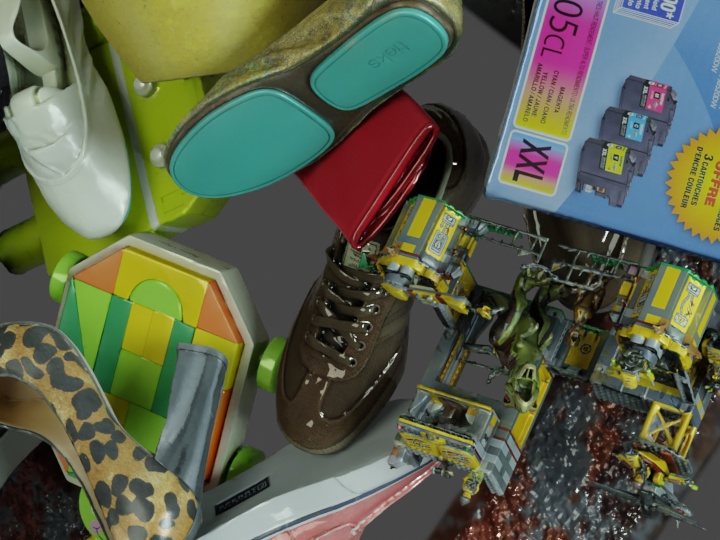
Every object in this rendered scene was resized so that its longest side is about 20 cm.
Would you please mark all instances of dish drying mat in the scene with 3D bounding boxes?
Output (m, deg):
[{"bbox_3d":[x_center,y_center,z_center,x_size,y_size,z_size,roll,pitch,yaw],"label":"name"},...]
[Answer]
[{"bbox_3d":[-0.008,-0.076,1.171,0.077,0.018,0.200,-56,26,9],"label":"dish drying mat"}]

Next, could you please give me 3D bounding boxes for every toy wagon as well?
[{"bbox_3d":[-0.126,0.083,1.266,0.154,0.040,0.201,21,104,20],"label":"toy wagon"}]

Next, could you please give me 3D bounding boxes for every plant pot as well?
[{"bbox_3d":[-0.082,-0.181,1.203,0.199,0.200,0.143,-3,98,33],"label":"plant pot"}]

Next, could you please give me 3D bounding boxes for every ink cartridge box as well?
[{"bbox_3d":[0.172,-0.075,1.048,0.199,0.076,0.137,15,96,1],"label":"ink cartridge box"}]

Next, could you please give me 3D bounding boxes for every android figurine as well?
[{"bbox_3d":[-0.150,-0.073,1.318,0.199,0.041,0.183,-21,75,32],"label":"android figurine"}]

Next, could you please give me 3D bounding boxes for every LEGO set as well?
[{"bbox_3d":[0.085,0.059,1.072,0.199,0.154,0.116,19,69,18],"label":"LEGO set"}]

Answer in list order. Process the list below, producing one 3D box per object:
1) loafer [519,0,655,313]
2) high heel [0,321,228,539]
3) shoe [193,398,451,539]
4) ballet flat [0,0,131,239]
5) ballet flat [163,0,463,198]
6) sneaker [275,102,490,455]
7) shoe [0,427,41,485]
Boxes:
[{"bbox_3d":[0.106,-0.078,1.126,0.073,0.071,0.202,-9,81,33],"label":"loafer"},{"bbox_3d":[-0.178,0.104,1.193,0.198,0.072,0.143,1,57,15],"label":"high heel"},{"bbox_3d":[-0.026,0.151,1.204,0.199,0.072,0.091,-27,111,7],"label":"shoe"},{"bbox_3d":[-0.189,-0.114,1.282,0.069,0.069,0.201,-23,72,30],"label":"ballet flat"},{"bbox_3d":[-0.023,-0.103,1.131,0.199,0.070,0.071,-31,70,35],"label":"ballet flat"},{"bbox_3d":[0.000,0.000,1.163,0.070,0.076,0.201,24,86,24],"label":"sneaker"},{"bbox_3d":[-0.263,0.120,1.288,0.091,0.200,0.072,-20,107,35],"label":"shoe"}]
